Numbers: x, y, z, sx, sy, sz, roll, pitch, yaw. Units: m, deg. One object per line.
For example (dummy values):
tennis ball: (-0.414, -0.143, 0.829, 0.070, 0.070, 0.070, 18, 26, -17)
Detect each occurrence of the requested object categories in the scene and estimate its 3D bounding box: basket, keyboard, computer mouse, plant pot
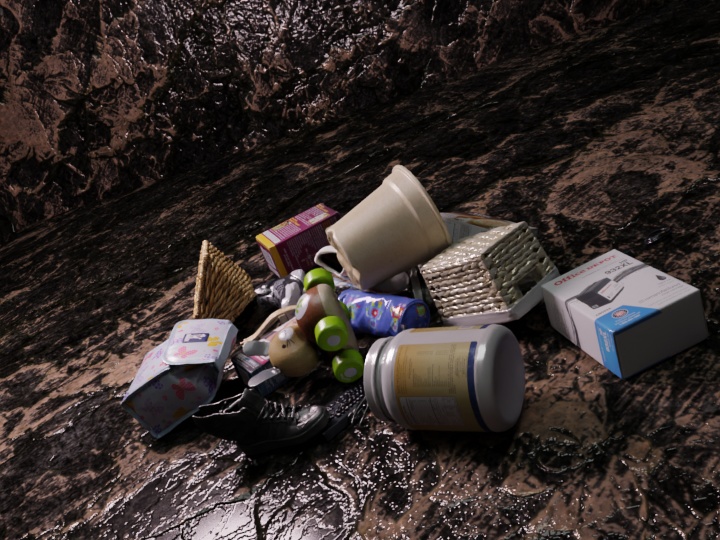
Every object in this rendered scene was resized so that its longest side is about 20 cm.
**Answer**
basket: (0.214, 0.008, 1.224, 0.135, 0.124, 0.199, -34, 10, -28)
basket: (-0.339, 0.040, 1.623, 0.143, 0.149, 0.200, -48, 18, 2)
keyboard: (0.000, 0.195, 1.170, 0.199, 0.040, 0.104, -36, 26, -29)
computer mouse: (0.476, -0.028, 1.264, 0.198, 0.034, 0.059, -25, 6, -20)
plant pot: (0.044, -0.063, 1.358, 0.182, 0.202, 0.200, -32, 24, -7)

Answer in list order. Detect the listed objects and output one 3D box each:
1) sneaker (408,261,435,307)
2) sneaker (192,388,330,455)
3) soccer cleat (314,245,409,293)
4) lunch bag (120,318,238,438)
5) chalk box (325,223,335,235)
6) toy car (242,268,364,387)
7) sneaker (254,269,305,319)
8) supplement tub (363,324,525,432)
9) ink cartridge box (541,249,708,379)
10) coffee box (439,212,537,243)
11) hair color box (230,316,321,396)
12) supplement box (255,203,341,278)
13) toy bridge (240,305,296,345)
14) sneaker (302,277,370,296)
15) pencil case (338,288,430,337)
sneaker: (0.153, 0.009, 1.430, 0.114, 0.076, 0.201, -10, 32, 5)
sneaker: (-0.155, 0.228, 1.131, 0.198, 0.105, 0.060, -22, 22, 19)
soccer cleat: (0.000, 0.000, 1.452, 0.198, 0.069, 0.085, 21, 10, 15)
lunch bag: (-0.323, 0.180, 1.335, 0.199, 0.128, 0.170, -33, 20, 16)
chalk box: (0.011, -0.056, 1.612, 0.124, 0.125, 0.200, -29, 23, -16)
toy car: (-0.112, 0.122, 1.249, 0.198, 0.159, 0.165, -23, 38, 3)
sneaker: (-0.175, 0.066, 1.574, 0.113, 0.076, 0.200, -18, 17, 10)
supplement tub: (0.118, 0.153, 1.023, 0.198, 0.146, 0.145, -6, 27, 33)
ink cartridge box: (0.385, 0.058, 1.074, 0.144, 0.084, 0.200, -25, 23, -7)
coffee box: (0.240, -0.061, 1.428, 0.113, 0.081, 0.200, -2, 14, -26)
hair color box: (-0.135, 0.148, 1.366, 0.199, 0.061, 0.100, -32, 25, -25)
supplement box: (-0.143, -0.072, 1.807, 0.199, 0.104, 0.131, -28, 23, -13)
toy bridge: (-0.150, 0.110, 1.455, 0.198, 0.068, 0.027, -22, 22, -3)
sneaker: (-0.037, 0.047, 1.497, 0.199, 0.073, 0.072, 8, 29, 44)
pencil case: (0.038, 0.086, 1.333, 0.078, 0.088, 0.199, 16, -5, -41)
